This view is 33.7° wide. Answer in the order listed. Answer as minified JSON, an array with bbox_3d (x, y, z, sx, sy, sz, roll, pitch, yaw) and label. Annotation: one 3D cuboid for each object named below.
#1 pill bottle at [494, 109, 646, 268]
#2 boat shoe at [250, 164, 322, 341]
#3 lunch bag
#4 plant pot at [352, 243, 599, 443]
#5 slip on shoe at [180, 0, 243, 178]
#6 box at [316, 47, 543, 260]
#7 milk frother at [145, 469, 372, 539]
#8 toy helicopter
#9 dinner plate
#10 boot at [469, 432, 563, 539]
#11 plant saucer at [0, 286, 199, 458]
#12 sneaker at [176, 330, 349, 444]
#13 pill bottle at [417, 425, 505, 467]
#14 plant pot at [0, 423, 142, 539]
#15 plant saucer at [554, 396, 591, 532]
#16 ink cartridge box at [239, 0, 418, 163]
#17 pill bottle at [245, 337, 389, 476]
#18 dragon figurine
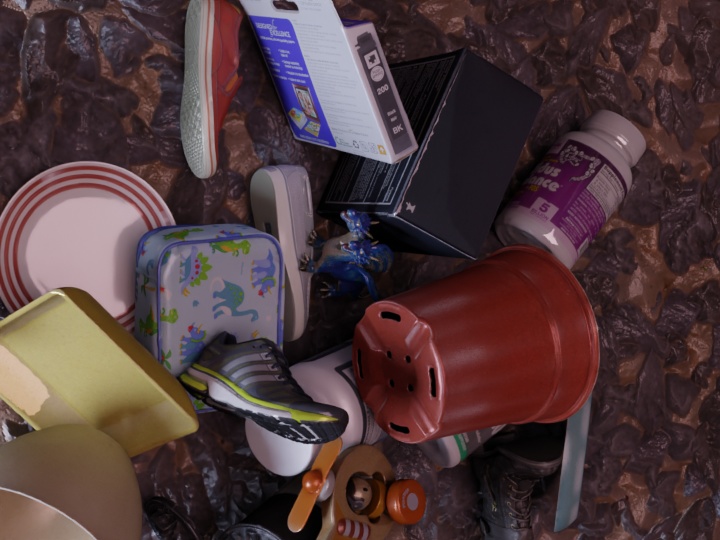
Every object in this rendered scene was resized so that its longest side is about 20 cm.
[{"bbox_3d":[0.265,-0.100,1.472,0.112,0.112,0.200,44,74,-21],"label":"pill bottle"},{"bbox_3d":[-0.073,-0.022,1.339,0.071,0.070,0.201,-15,106,-36],"label":"boat shoe"},{"bbox_3d":[-0.160,0.051,1.278,0.161,0.082,0.200,-7,108,-31],"label":"lunch bag"},{"bbox_3d":[0.109,0.085,1.244,0.195,0.201,0.201,-12,98,-36],"label":"plant pot"},{"bbox_3d":[-0.158,-0.199,1.291,0.061,0.074,0.200,4,87,-29],"label":"slip on shoe"},{"bbox_3d":[0.075,-0.126,1.333,0.123,0.198,0.200,27,82,-24],"label":"box"},{"bbox_3d":[-0.104,0.273,1.316,0.200,0.181,0.188,46,34,8],"label":"milk frother"},{"bbox_3d":[-0.026,0.257,1.191,0.132,0.079,0.200,54,49,-26],"label":"toy helicopter"},{"bbox_3d":[-0.290,-0.016,1.262,0.200,0.024,0.200,-1,93,-25],"label":"dinner plate"},{"bbox_3d":[0.193,0.286,1.421,0.069,0.200,0.174,-9,90,-20],"label":"boot"},{"bbox_3d":[-0.281,0.105,1.204,0.200,0.200,0.048,48,40,-20],"label":"plant saucer"},{"bbox_3d":[-0.092,0.111,1.178,0.081,0.200,0.074,-63,147,-16],"label":"sneaker"},{"bbox_3d":[0.148,0.137,1.431,0.200,0.113,0.113,-35,107,-20],"label":"pill bottle"},{"bbox_3d":[-0.300,0.234,1.199,0.200,0.200,0.135,48,40,-20],"label":"plant pot"},{"bbox_3d":[0.262,0.221,1.455,0.027,0.200,0.200,7,90,10],"label":"plant saucer"},{"bbox_3d":[-0.040,-0.219,1.248,0.043,0.198,0.200,-35,121,-22],"label":"ink cartridge box"},{"bbox_3d":[-0.031,0.149,1.300,0.200,0.119,0.120,-20,103,-54],"label":"pill bottle"},{"bbox_3d":[0.000,0.000,1.317,0.200,0.099,0.059,55,48,-51],"label":"dragon figurine"}]
